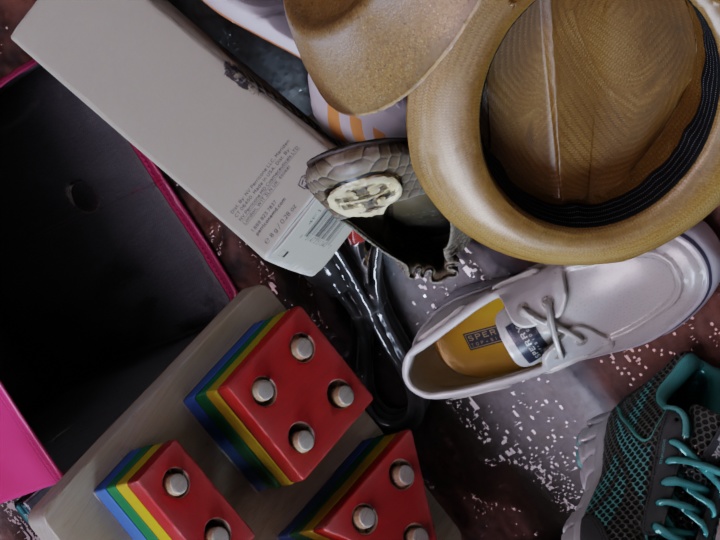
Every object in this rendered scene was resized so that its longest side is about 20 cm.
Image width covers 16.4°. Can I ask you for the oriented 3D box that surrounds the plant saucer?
[{"bbox_3d":[0.013,-0.173,1.189,0.035,0.200,0.200,19,138,-27],"label":"plant saucer"}]

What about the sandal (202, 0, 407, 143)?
[{"bbox_3d":[-0.004,-0.105,1.317,0.206,0.079,0.059,31,132,24],"label":"sandal"}]

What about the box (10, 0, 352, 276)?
[{"bbox_3d":[-0.087,-0.086,1.339,0.200,0.082,0.068,41,96,17],"label":"box"}]

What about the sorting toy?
[{"bbox_3d":[-0.044,0.139,1.369,0.199,0.200,0.070,52,145,-14],"label":"sorting toy"}]

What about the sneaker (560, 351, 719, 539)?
[{"bbox_3d":[0.155,0.111,1.272,0.078,0.200,0.091,29,120,-16],"label":"sneaker"}]

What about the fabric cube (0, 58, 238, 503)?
[{"bbox_3d":[-0.229,0.017,1.453,0.199,0.196,0.200,-22,105,41],"label":"fabric cube"}]

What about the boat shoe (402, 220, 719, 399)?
[{"bbox_3d":[0.102,0.025,1.326,0.200,0.070,0.071,-19,106,39],"label":"boat shoe"}]

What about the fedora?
[{"bbox_3d":[0.108,-0.100,1.216,0.200,0.082,0.201,-5,123,-7],"label":"fedora"}]

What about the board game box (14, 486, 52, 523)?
[{"bbox_3d":[-0.135,0.209,1.515,0.200,0.028,0.135,50,168,-2],"label":"board game box"}]

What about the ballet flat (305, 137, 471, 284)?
[{"bbox_3d":[0.021,-0.028,1.278,0.067,0.200,0.046,-9,77,11],"label":"ballet flat"}]

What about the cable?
[{"bbox_3d":[0.000,0.000,1.411,0.097,0.050,0.200,-22,117,24],"label":"cable"}]
